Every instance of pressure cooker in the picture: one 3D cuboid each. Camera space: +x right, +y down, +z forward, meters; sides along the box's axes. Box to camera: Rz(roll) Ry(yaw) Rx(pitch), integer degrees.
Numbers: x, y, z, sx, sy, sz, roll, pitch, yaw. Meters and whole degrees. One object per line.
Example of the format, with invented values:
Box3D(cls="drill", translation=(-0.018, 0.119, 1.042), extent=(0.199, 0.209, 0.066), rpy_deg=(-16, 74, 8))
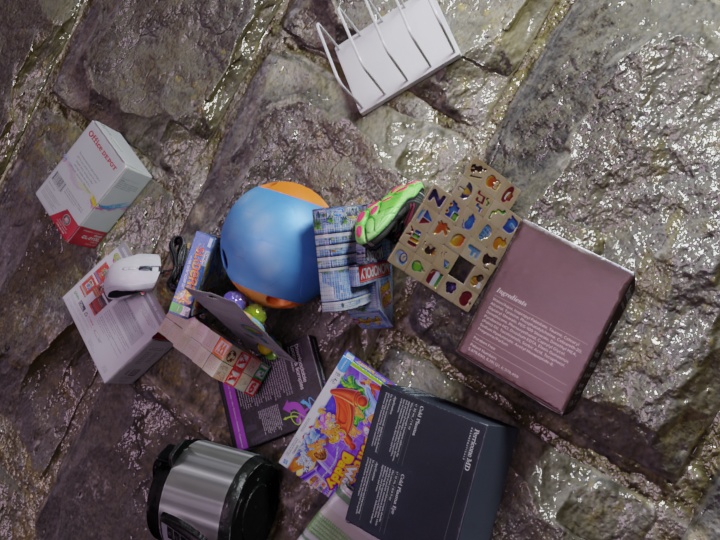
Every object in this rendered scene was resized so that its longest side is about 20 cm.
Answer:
Box3D(cls="pressure cooker", translation=(-0.251, 0.374, 1.097), extent=(0.195, 0.178, 0.181), rpy_deg=(9, 81, 21))

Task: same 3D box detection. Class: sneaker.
Box3D(cls="sneaker", translation=(0.059, -0.076, 1.030), extent=(0.076, 0.199, 0.085), rpy_deg=(-15, 104, 36))

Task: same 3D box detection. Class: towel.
Box3D(cls="towel", translation=(-0.030, 0.448, 1.049), extent=(0.148, 0.031, 0.201), rpy_deg=(38, 100, 0))

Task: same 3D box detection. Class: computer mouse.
Box3D(cls="computer mouse", translation=(-0.386, 0.004, 1.182), extent=(0.195, 0.044, 0.112), rpy_deg=(-13, 61, 22))

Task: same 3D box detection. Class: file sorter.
Box3D(cls="file sorter", translation=(0.041, -0.387, 1.115), extent=(0.197, 0.124, 0.142), rpy_deg=(-27, 72, 17))

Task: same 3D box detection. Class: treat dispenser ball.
Box3D(cls="treat dispenser ball", translation=(-0.129, -0.041, 1.093), extent=(0.196, 0.200, 0.207), rpy_deg=(-4, 81, 22))

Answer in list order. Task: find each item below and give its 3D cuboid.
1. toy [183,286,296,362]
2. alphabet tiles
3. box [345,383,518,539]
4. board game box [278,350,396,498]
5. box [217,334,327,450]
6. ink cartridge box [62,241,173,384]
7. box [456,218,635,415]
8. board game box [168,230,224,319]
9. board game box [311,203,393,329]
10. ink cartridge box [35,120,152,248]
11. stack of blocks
Box3D(cls="toy", translation=(-0.181, 0.076, 1.076), extent=(0.113, 0.201, 0.048), rpy_deg=(12, 60, 32))
Box3D(cls="alphabet tiles", translation=(0.155, -0.060, 1.019), extent=(0.165, 0.008, 0.203), rpy_deg=(30, 95, -21))
Box3D(cls="box", translation=(0.098, 0.285, 0.935), extent=(0.179, 0.103, 0.205), rpy_deg=(15, 87, 41))
Box3D(cls="board game box", translation=(-0.022, 0.252, 1.066), extent=(0.133, 0.045, 0.203), rpy_deg=(32, 95, 3))
Box3D(cls="box", translation=(-0.147, 0.213, 1.153), extent=(0.196, 0.036, 0.146), rpy_deg=(-23, 73, 19))
Box3D(cls="ink cartridge box", translation=(-0.441, 0.079, 1.270), extent=(0.175, 0.084, 0.202), rpy_deg=(-39, 70, 11))
Box3D(cls="box", translation=(0.260, 0.068, 0.931), extent=(0.162, 0.165, 0.203), rpy_deg=(29, 94, 24))
Box3D(cls="board game box", translation=(-0.268, 0.006, 1.149), extent=(0.034, 0.200, 0.138), rpy_deg=(19, 90, -2))
Box3D(cls="board game box", translation=(0.000, 0.000, 1.060), extent=(0.060, 0.199, 0.206), rpy_deg=(-5, 94, 22))
Box3D(cls="ink cartridge box", translation=(-0.534, -0.171, 1.348), extent=(0.200, 0.083, 0.146), rpy_deg=(-46, 68, 10))
Box3D(cls="stack of blocks", translation=(-0.260, 0.128, 1.144), extent=(0.198, 0.115, 0.059), rpy_deg=(27, 80, 37))
